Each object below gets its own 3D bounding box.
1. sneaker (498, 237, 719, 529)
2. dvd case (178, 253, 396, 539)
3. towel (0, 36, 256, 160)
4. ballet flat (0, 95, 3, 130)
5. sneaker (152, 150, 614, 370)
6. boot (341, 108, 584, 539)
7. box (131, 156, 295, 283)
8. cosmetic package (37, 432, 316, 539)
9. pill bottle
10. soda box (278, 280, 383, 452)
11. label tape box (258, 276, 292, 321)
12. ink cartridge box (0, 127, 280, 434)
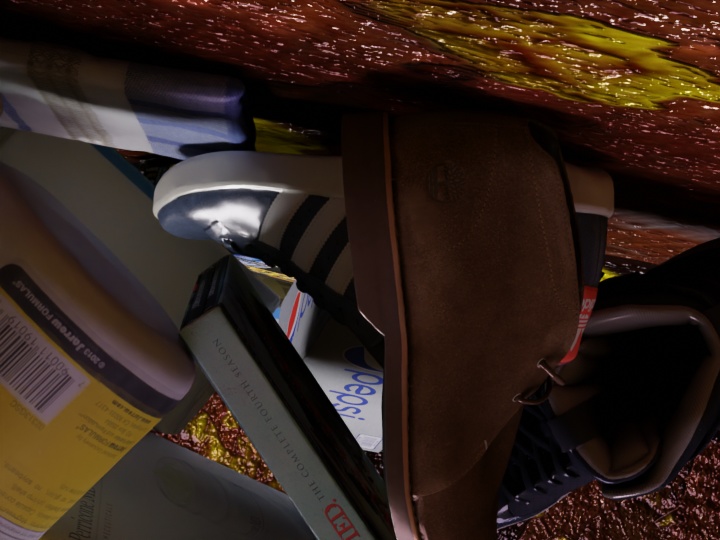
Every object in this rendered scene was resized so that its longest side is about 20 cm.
[{"bbox_3d":[0.075,0.061,0.881,0.202,0.077,0.146,-36,179,25],"label":"sneaker"},{"bbox_3d":[-0.021,0.066,0.866,0.146,0.022,0.200,57,-178,-5],"label":"dvd case"},{"bbox_3d":[-0.137,-0.074,0.829,0.200,0.024,0.147,10,174,2],"label":"towel"},{"bbox_3d":[-0.160,-0.053,0.749,0.074,0.074,0.200,15,160,-30],"label":"ballet flat"},{"bbox_3d":[0.000,0.000,0.828,0.200,0.085,0.075,2,178,38],"label":"sneaker"},{"bbox_3d":[0.042,0.039,0.746,0.075,0.200,0.074,-6,-153,3],"label":"boot"},{"bbox_3d":[-0.014,-0.014,1.136,0.200,0.049,0.160,14,174,-19],"label":"box"},{"bbox_3d":[-0.063,0.165,0.904,0.200,0.123,0.199,24,-171,-10],"label":"cosmetic package"},{"bbox_3d":[-0.163,0.065,0.773,0.112,0.200,0.112,46,-177,-3],"label":"pill bottle"},{"bbox_3d":[0.006,0.020,0.993,0.063,0.068,0.200,13,157,-8],"label":"soda box"},{"bbox_3d":[-0.027,0.013,1.323,0.144,0.063,0.200,11,-158,12],"label":"label tape box"},{"bbox_3d":[-0.142,-0.004,1.039,0.146,0.086,0.200,43,168,-16],"label":"ink cartridge box"}]
